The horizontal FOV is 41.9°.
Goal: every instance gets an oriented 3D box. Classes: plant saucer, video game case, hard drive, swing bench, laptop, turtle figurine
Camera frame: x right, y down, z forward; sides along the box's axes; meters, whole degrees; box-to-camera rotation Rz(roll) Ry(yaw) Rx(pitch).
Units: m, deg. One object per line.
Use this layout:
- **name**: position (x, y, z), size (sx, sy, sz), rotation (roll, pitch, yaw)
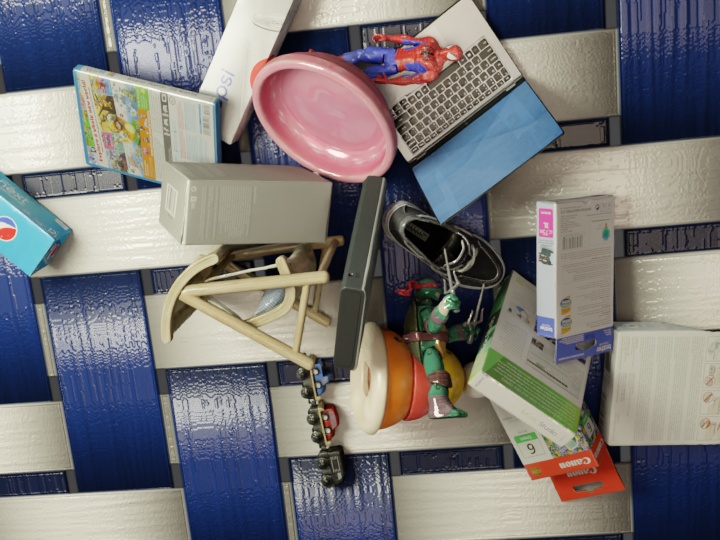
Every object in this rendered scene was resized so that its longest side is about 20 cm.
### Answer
- **plant saucer**: position (-0.039, -0.196, 1.170), size (0.198, 0.201, 0.051), rotation (31, 62, -2)
- **video game case**: position (-0.273, -0.178, 1.216), size (0.196, 0.018, 0.145), rotation (15, 131, 10)
- **hard drive**: position (0.000, 0.000, 1.164), size (0.032, 0.202, 0.141), rotation (9, 135, 2)
- **swing bench**: position (-0.133, 0.020, 1.203), size (0.195, 0.199, 0.133), rotation (11, 105, 2)
- **laptop**: position (0.117, -0.202, 1.167), size (0.186, 0.116, 0.201), rotation (-35, 99, 12)
- **turtle figurine**: position (0.102, 0.082, 1.178), size (0.099, 0.149, 0.205), rotation (-6, 81, 23)

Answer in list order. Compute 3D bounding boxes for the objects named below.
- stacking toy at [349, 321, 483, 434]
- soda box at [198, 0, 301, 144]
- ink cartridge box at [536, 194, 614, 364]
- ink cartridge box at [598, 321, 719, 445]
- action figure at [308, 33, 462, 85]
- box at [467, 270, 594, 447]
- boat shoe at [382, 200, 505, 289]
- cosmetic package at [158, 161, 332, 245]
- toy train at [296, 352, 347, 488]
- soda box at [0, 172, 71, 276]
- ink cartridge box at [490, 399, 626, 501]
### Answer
- **stacking toy**: position (0.089, 0.146, 1.271), size (0.195, 0.146, 0.150), rotation (2, 105, -15)
- **soda box**: position (-0.148, -0.269, 1.202), size (0.067, 0.064, 0.203), rotation (27, 105, -1)
- **ink cartridge box**: position (0.276, 0.009, 1.202), size (0.117, 0.042, 0.205), rotation (-8, 98, -37)
- **ink cartridge box**: position (0.427, 0.152, 1.271), size (0.195, 0.047, 0.164), rotation (0, 104, -6)
- **action figure**: position (0.031, -0.260, 1.177), size (0.195, 0.052, 0.067), rotation (-4, 76, 13)
- **box**: position (0.223, 0.107, 1.196), size (0.143, 0.201, 0.036), rotation (34, 131, -5)
- **boat shoe**: position (0.118, -0.025, 1.203), size (0.198, 0.068, 0.073), rotation (31, 94, -29)
- **cosmetic package**: position (-0.144, -0.085, 1.183), size (0.196, 0.107, 0.092), rotation (2, 106, -28)
- **toy train**: position (-0.052, 0.212, 1.328), size (0.045, 0.034, 0.205), rotation (-11, 103, 4)
- **soda box**: position (-0.499, -0.087, 1.280), size (0.199, 0.064, 0.068), rotation (40, 105, -5)
- **ink cartridge box**: position (0.269, 0.235, 1.276), size (0.108, 0.050, 0.203), rotation (-21, 101, 36)
